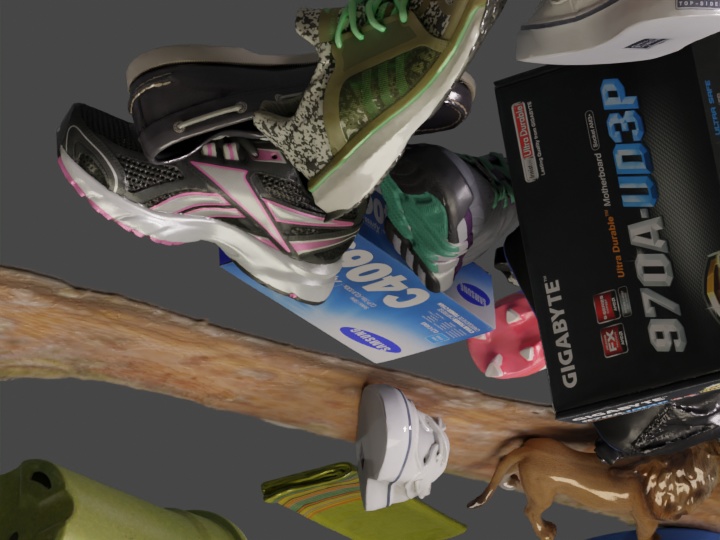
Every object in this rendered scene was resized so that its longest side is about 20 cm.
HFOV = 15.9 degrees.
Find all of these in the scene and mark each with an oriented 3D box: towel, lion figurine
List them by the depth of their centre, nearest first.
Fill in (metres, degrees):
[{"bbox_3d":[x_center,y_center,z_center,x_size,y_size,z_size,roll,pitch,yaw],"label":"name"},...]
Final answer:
[{"bbox_3d":[0.183,0.161,2.000,0.199,0.073,0.123,0,148,1],"label":"lion figurine"},{"bbox_3d":[0.005,0.198,2.113,0.086,0.018,0.200,-16,153,26],"label":"towel"}]

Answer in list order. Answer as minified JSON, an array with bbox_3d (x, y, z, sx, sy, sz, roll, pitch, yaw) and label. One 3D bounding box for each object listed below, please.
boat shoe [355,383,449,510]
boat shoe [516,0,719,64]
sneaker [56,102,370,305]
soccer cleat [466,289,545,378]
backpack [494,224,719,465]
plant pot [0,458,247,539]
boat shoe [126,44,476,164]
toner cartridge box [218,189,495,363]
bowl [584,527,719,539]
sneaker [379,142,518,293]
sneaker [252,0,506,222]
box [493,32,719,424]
[{"bbox_3d":[0.034,0.128,1.917,0.065,0.074,0.200,-7,166,-6],"label":"boat shoe"},{"bbox_3d":[0.133,-0.146,1.331,0.072,0.066,0.200,-1,177,-14],"label":"boat shoe"},{"bbox_3d":[-0.082,-0.060,1.495,0.200,0.080,0.086,22,114,-31],"label":"sneaker"},{"bbox_3d":[0.163,0.020,1.717,0.200,0.067,0.076,-22,-179,23],"label":"soccer cleat"},{"bbox_3d":[0.211,0.010,1.557,0.199,0.183,0.135,-7,147,-32],"label":"backpack"},{"bbox_3d":[-0.213,0.243,2.002,0.200,0.201,0.184,-21,139,33],"label":"plant pot"},{"bbox_3d":[-0.031,-0.084,1.442,0.199,0.063,0.073,1,152,-14],"label":"boat shoe"},{"bbox_3d":[0.000,0.000,1.653,0.095,0.043,0.200,-16,153,26],"label":"toner cartridge box"},{"bbox_3d":[0.250,0.276,2.292,0.200,0.040,0.201,-4,155,-2],"label":"bowl"},{"bbox_3d":[0.061,-0.051,1.508,0.087,0.074,0.200,-36,172,-8],"label":"sneaker"},{"bbox_3d":[0.009,-0.117,1.346,0.089,0.077,0.200,35,119,-4],"label":"sneaker"},{"bbox_3d":[0.168,-0.029,1.427,0.159,0.201,0.046,-15,165,25],"label":"box"}]
